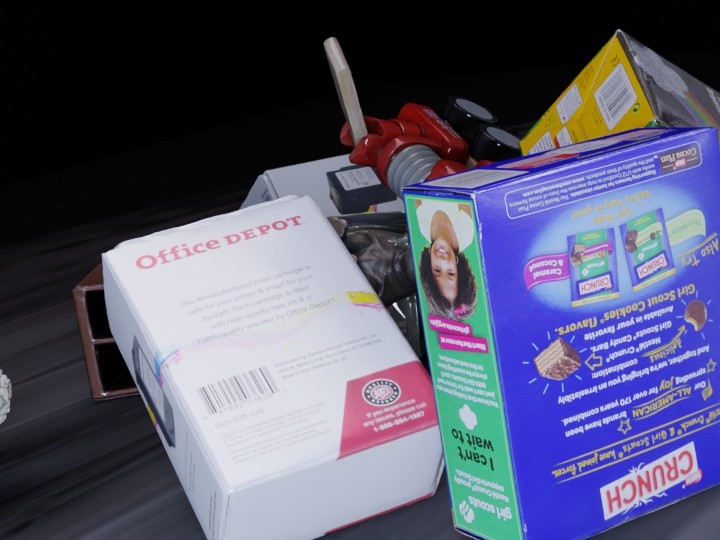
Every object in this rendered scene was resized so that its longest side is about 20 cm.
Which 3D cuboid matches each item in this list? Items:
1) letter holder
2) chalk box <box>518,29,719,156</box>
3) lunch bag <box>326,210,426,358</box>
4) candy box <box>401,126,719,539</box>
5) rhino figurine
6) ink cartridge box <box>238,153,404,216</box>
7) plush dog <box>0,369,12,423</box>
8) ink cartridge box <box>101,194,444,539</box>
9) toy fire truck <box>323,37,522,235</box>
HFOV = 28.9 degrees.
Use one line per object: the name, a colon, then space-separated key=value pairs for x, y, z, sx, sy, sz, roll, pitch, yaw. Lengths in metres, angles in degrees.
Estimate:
letter holder: x=-0.162 y=0.032 z=1.268 sx=0.141 sy=0.101 sz=0.200 roll=-7 pitch=12 yaw=5
chalk box: x=0.238 y=-0.060 z=1.039 sx=0.199 sy=0.124 sz=0.125 roll=26 pitch=32 yaw=-25
lunch bag: x=-0.013 y=0.013 z=1.196 sx=0.163 sy=0.118 sz=0.200 roll=-6 pitch=7 yaw=12
candy box: x=0.124 y=0.035 z=0.771 sx=0.168 sy=0.201 sz=0.077 roll=-15 pitch=11 yaw=-27
rhino figurine: x=0.000 y=0.000 z=1.038 sx=0.199 sy=0.060 sz=0.087 roll=-8 pitch=-25 yaw=23
ink cartridge box: x=-0.016 y=-0.046 z=1.376 sx=0.199 sy=0.083 sz=0.146 roll=-14 pitch=-20 yaw=-28
plush dog: x=-0.364 y=0.120 z=1.031 sx=0.199 sy=0.161 sz=0.172 roll=17 pitch=-5 yaw=-5
ink cartridge box: x=-0.055 y=0.061 z=0.850 sx=0.147 sy=0.086 sz=0.200 roll=-16 pitch=49 yaw=-21
toy fire truck: x=0.048 y=-0.087 z=1.089 sx=0.199 sy=0.129 sz=0.176 roll=7 pitch=29 yaw=-37
